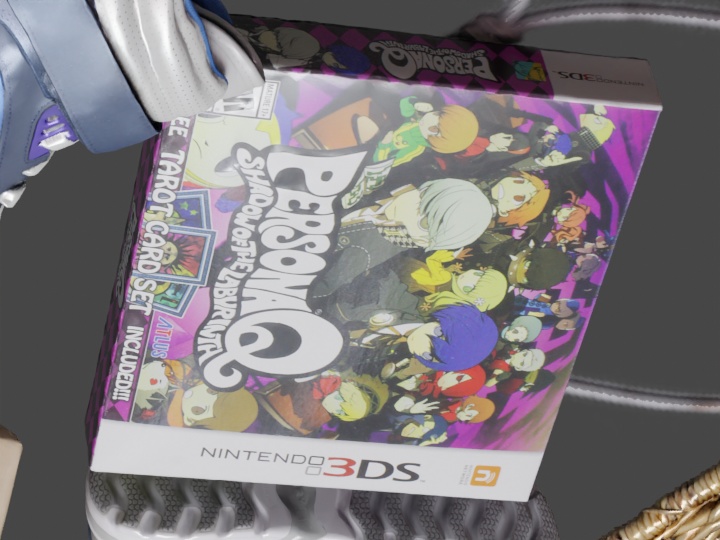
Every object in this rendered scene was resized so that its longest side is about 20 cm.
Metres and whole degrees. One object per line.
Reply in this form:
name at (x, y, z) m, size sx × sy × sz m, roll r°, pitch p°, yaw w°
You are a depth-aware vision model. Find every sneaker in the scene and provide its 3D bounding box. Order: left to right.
sneaker at (-0.107, -0.045, 0.920) m, size 0.146 × 0.081 × 0.200 m, roll 6°, pitch 128°, yaw -10°
sneaker at (-0.017, 0.105, 1.152) m, size 0.199 × 0.075 × 0.082 m, roll 9°, pitch 147°, yaw -10°

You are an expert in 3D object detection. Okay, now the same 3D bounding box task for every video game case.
video game case at (0.000, 0.000, 1.053) m, size 0.181 × 0.036 × 0.200 m, roll 5°, pitch 128°, yaw -14°

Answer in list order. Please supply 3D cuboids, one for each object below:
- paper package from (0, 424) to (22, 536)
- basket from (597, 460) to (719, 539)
paper package at (-0.247, 0.116, 1.036) m, size 0.200 × 0.103 × 0.191 m, roll 13°, pitch 98°, yaw -20°
basket at (0.172, 0.185, 1.199) m, size 0.200 × 0.143 × 0.149 m, roll -33°, pitch 131°, yaw 21°
